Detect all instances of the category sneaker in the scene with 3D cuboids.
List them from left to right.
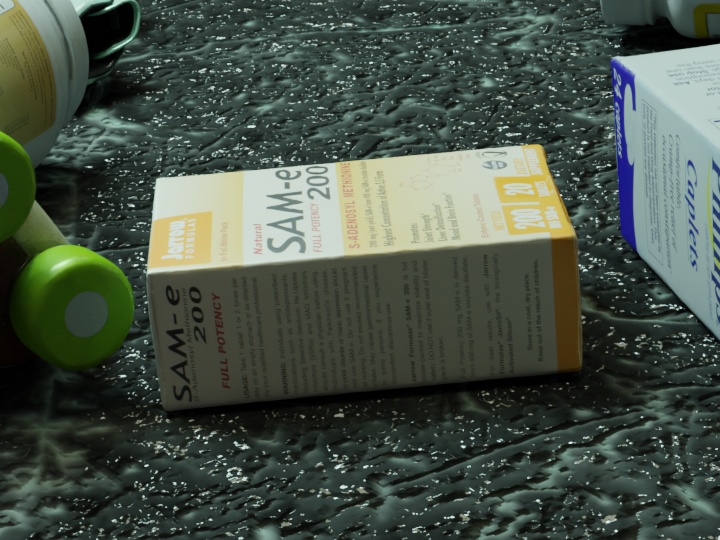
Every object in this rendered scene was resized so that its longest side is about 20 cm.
[{"bbox_3d":[-0.177,-0.172,1.499,0.117,0.074,0.201,2,33,30],"label":"sneaker"}]

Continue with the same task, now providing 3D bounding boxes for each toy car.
[{"bbox_3d":[-0.237,0.022,1.055,0.200,0.158,0.164,-44,32,-13],"label":"toy car"}]

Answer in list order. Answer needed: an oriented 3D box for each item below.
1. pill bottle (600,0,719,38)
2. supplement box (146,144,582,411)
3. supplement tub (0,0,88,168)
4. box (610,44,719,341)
[{"bbox_3d":[0.257,-0.207,1.450,0.198,0.115,0.114,2,24,13],"label":"pill bottle"},{"bbox_3d":[0.000,0.000,1.079,0.198,0.074,0.126,-6,23,-1],"label":"supplement box"},{"bbox_3d":[-0.253,-0.095,1.255,0.143,0.146,0.200,6,25,23],"label":"supplement tub"},{"bbox_3d":[0.239,-0.040,1.086,0.182,0.106,0.200,-9,23,-10],"label":"box"}]
